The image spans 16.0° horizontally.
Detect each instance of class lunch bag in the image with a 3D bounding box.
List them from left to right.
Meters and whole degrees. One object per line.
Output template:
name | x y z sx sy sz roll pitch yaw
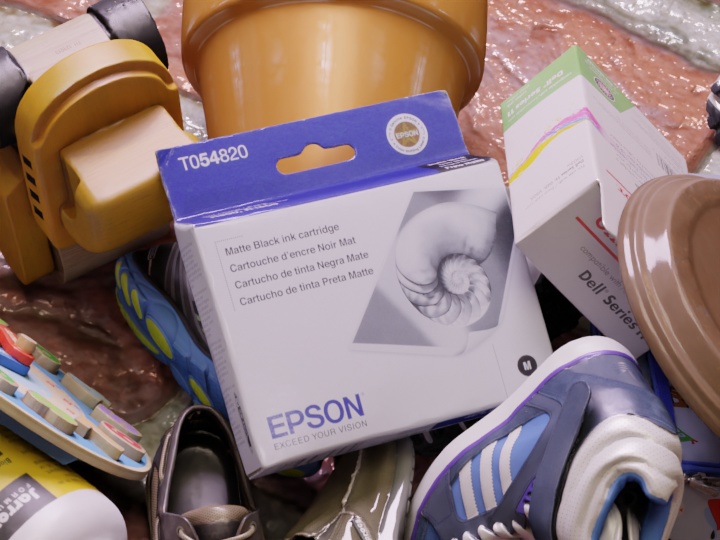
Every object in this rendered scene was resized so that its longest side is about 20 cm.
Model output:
lunch bag | 0.205 0.090 1.515 0.159 0.076 0.200 6 29 -3

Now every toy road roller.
toy road roller | -0.155 -0.056 1.559 0.123 0.200 0.146 -26 53 -17

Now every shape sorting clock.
shape sorting clock | -0.202 0.056 1.483 0.200 0.200 0.039 34 94 24

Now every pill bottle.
pill bottle | -0.202 0.150 1.436 0.200 0.112 0.111 35 54 24

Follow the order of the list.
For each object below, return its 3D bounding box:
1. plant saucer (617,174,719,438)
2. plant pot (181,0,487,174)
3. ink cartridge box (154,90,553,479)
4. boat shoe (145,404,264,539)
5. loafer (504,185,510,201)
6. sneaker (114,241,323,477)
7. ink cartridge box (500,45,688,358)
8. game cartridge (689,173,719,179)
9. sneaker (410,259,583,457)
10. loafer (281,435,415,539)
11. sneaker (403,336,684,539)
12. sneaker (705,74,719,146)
plant saucer | 0.224 0.027 1.434 0.200 0.029 0.201 29 41 -29
plant pot | -0.020 -0.095 1.633 0.199 0.200 0.184 3 64 -1
ink cartridge box | 0.000 0.000 1.480 0.199 0.041 0.201 -14 80 -22
boat shoe | -0.090 0.162 1.458 0.074 0.073 0.201 -7 49 -11
loafer | 0.024 0.027 1.540 0.072 0.063 0.200 43 67 4
sneaker | -0.077 0.046 1.566 0.082 0.071 0.200 -27 52 -18
ink cartridge box | 0.146 -0.031 1.519 0.067 0.117 0.200 -36 27 21
game cartridge | 0.247 -0.012 1.617 0.132 0.041 0.200 7 21 -5
sneaker | 0.075 0.040 1.595 0.079 0.074 0.200 9 46 38
loafer | -0.012 0.152 1.459 0.069 0.075 0.200 12 38 -6
sneaker | 0.099 0.144 1.401 0.080 0.200 0.147 28 25 -26
sneaker | 0.330 -0.091 1.722 0.200 0.078 0.080 34 45 24
